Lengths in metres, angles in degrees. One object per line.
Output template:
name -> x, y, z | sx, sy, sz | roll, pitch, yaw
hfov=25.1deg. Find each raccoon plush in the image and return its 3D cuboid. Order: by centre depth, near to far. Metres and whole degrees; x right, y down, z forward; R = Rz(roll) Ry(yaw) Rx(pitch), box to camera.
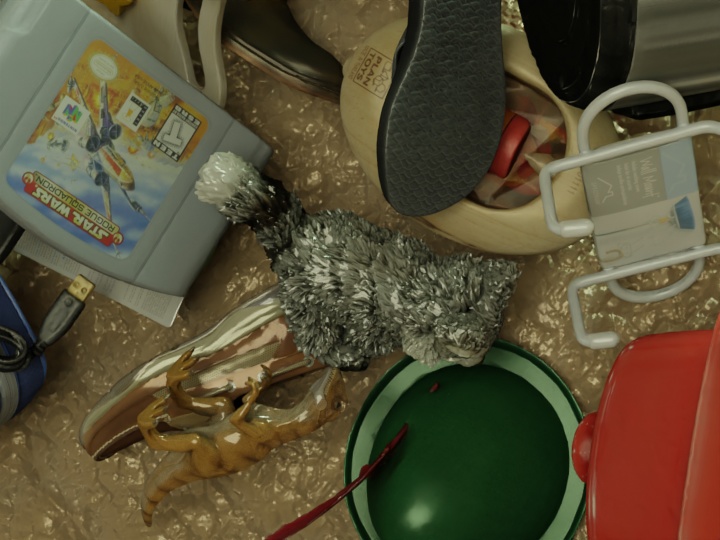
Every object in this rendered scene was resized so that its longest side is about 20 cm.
raccoon plush -> 0.000, 0.000, 0.988 | 0.133, 0.199, 0.098 | -8, 59, 53

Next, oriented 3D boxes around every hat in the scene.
hat -> 0.037, 0.137, 0.980 | 0.165, 0.176, 0.201 | 35, 98, 16

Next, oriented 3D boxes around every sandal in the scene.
sandal -> 0.052, -0.133, 0.977 | 0.075, 0.043, 0.203 | 7, 97, -19

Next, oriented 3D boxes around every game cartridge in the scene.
game cartridge -> -0.162, -0.075, 1.005 | 0.199, 0.041, 0.134 | 35, 77, -28

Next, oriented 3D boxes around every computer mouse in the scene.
computer mouse -> -0.218, -0.032, 1.025 | 0.140, 0.046, 0.201 | 32, 83, -23

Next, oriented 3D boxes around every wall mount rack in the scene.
wall mount rack -> 0.197, -0.024, 0.931 | 0.172, 0.201, 0.075 | -14, 52, 8

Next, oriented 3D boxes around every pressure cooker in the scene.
pressure cooker -> 0.201, -0.188, 0.931 | 0.198, 0.179, 0.178 | -11, 77, -10

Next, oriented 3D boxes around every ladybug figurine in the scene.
ladybug figurine -> 0.077, -0.087, 1.031 | 0.199, 0.072, 0.137 | 33, 96, 15

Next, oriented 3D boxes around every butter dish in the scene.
butter dish -> 0.192, 0.114, 0.948 | 0.147, 0.199, 0.202 | 8, 86, 39

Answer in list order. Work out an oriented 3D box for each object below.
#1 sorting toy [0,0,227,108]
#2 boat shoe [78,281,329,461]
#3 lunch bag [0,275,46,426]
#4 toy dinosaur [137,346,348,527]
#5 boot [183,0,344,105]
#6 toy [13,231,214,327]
sorting toy -> -0.166, -0.172, 1.045 | 0.178, 0.107, 0.201 | 24, 139, 15
boat shoe -> -0.101, 0.081, 1.080 | 0.199, 0.076, 0.072 | -32, 83, 16
lunch bag -> -0.313, 0.032, 1.102 | 0.136, 0.132, 0.201 | -35, 84, 46
toy dinosaur -> -0.101, 0.114, 1.033 | 0.199, 0.061, 0.106 | -28, 120, 24
boot -> -0.068, -0.196, 1.077 | 0.199, 0.075, 0.097 | 37, 101, 16
toy -> -0.183, -0.052, 1.120 | 0.198, 0.047, 0.116 | 25, 93, 23
